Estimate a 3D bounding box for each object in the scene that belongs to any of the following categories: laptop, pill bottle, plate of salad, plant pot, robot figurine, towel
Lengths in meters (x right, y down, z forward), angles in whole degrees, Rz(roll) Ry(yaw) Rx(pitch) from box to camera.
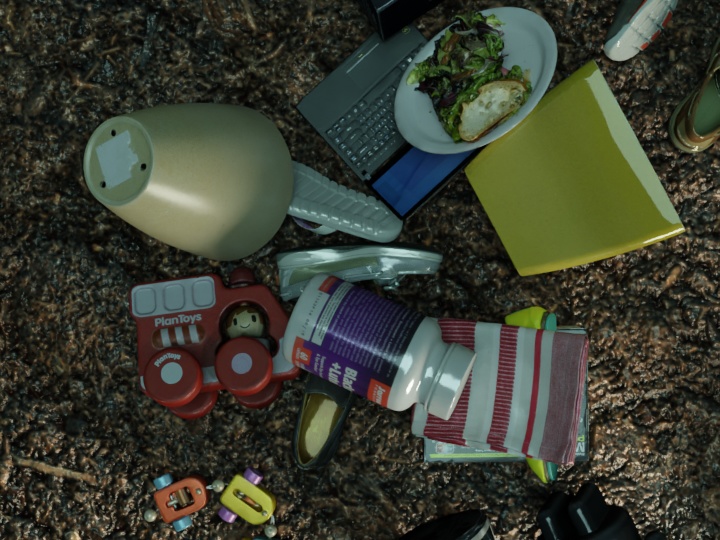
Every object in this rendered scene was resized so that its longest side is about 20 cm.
[{"bbox_3d":[0.048,-0.186,1.129,0.177,0.103,0.200,-42,89,2],"label":"laptop"},{"bbox_3d":[0.023,0.089,1.073,0.199,0.111,0.112,23,92,12],"label":"pill bottle"},{"bbox_3d":[0.119,-0.218,1.060,0.199,0.048,0.201,-19,52,26],"label":"plate of salad"},{"bbox_3d":[-0.205,-0.108,1.063,0.187,0.200,0.188,-1,88,26],"label":"plant pot"},{"bbox_3d":[0.280,0.354,1.120,0.124,0.150,0.201,-25,89,-20],"label":"robot figurine"},{"bbox_3d":[0.152,0.132,1.086,0.199,0.023,0.145,6,89,28],"label":"towel"},{"bbox_3d":[0.230,-0.097,1.087,0.176,0.200,0.201,-29,90,13],"label":"plant pot"}]

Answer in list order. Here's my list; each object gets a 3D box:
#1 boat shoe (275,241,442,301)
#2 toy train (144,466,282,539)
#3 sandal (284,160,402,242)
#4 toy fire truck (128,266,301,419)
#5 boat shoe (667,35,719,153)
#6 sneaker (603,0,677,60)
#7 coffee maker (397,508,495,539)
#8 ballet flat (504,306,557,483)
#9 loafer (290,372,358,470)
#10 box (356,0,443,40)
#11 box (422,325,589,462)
[{"bbox_3d":[-0.001,0.000,1.152,0.201,0.074,0.065,-3,97,6],"label":"boat shoe"},{"bbox_3d":[-0.162,0.319,1.171,0.150,0.056,0.200,-30,87,3],"label":"toy train"},{"bbox_3d":[-0.049,-0.073,1.158,0.202,0.083,0.050,24,134,8],"label":"sandal"},{"bbox_3d":[-0.175,0.080,1.147,0.199,0.112,0.169,-9,72,1],"label":"toy fire truck"},{"bbox_3d":[0.441,-0.227,1.128,0.075,0.074,0.200,31,92,1],"label":"boat shoe"},{"bbox_3d":[0.338,-0.344,1.145,0.082,0.077,0.200,34,91,28],"label":"sneaker"},{"bbox_3d":[0.105,0.405,1.120,0.192,0.135,0.201,-29,89,3],"label":"coffee maker"},{"bbox_3d":[0.193,0.142,1.111,0.067,0.067,0.201,-1,88,23],"label":"ballet flat"},{"bbox_3d":[-0.035,0.144,1.152,0.072,0.072,0.201,13,90,3],"label":"loafer"},{"bbox_3d":[0.057,-0.409,1.117,0.200,0.104,0.182,-32,84,2],"label":"box"},{"bbox_3d":[0.173,0.149,1.159,0.199,0.044,0.161,-2,91,2],"label":"box"}]
